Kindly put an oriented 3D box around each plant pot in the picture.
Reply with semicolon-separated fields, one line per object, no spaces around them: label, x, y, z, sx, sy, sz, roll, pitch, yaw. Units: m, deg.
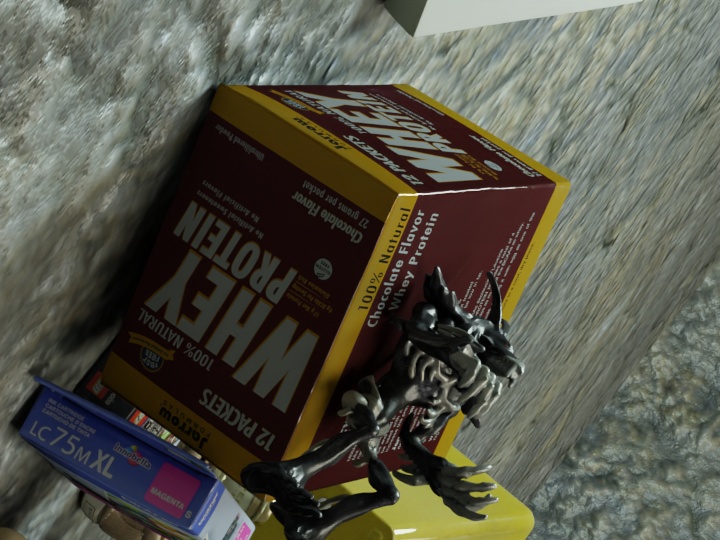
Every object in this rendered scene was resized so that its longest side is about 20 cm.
plant pot;-0.012;0.226;2.029;0.200;0.200;0.176;-57;156;12

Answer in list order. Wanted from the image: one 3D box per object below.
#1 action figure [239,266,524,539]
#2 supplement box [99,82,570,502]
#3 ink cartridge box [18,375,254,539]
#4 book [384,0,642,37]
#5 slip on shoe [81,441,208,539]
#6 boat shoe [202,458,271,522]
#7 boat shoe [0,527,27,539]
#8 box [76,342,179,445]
action figure;0.035;0.083;1.326;0.200;0.102;0.119;-40;137;-28
supplement box;-0.013;0.006;1.422;0.200;0.133;0.198;-7;125;-57
ink cartridge box;-0.132;0.122;1.447;0.042;0.119;0.200;-60;169;-13
book;0.118;-0.220;1.523;0.200;0.048;0.134;-15;143;-38
slip on shoe;-0.103;0.101;1.637;0.200;0.061;0.076;-49;166;-20
boat shoe;-0.074;0.128;1.756;0.073;0.063;0.200;-59;180;23
boat shoe;-0.184;0.218;1.363;0.200;0.071;0.065;91;0;-51
box;-0.091;0.025;1.535;0.200;0.038;0.137;-52;167;-10
